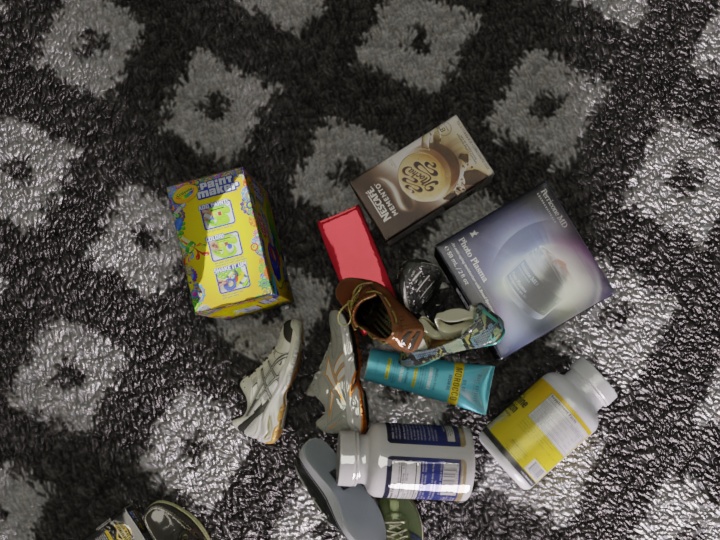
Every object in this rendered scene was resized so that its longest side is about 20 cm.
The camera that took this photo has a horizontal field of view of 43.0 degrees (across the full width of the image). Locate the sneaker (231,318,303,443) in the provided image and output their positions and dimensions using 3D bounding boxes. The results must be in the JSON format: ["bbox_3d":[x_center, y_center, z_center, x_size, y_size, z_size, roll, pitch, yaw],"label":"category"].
[{"bbox_3d":[-0.147,0.168,1.437,0.087,0.076,0.201,15,85,6],"label":"sneaker"}]

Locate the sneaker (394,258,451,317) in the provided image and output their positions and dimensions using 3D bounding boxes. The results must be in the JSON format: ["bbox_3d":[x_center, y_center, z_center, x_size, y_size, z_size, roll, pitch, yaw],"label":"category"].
[{"bbox_3d":[0.080,0.019,1.374,0.079,0.200,0.074,40,88,16],"label":"sneaker"}]

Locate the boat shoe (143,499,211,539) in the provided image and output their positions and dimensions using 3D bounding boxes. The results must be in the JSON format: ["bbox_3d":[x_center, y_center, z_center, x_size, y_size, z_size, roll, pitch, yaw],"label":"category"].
[{"bbox_3d":[-0.266,0.442,1.424,0.072,0.066,0.201,-43,82,0],"label":"boat shoe"}]

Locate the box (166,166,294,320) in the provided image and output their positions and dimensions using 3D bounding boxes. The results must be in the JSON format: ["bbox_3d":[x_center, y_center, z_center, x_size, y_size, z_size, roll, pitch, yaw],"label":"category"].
[{"bbox_3d":[-0.195,-0.034,1.399,0.122,0.200,0.193,-15,84,3],"label":"box"}]

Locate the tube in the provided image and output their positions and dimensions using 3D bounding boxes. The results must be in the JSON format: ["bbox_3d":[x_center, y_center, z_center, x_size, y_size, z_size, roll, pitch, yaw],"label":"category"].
[{"bbox_3d":[0.107,0.168,1.434,0.199,0.050,0.078,12,91,1],"label":"tube"}]

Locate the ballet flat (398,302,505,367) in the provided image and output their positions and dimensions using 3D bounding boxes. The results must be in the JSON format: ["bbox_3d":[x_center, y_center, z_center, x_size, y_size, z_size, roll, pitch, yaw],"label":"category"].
[{"bbox_3d":[0.119,0.090,1.345,0.200,0.074,0.074,-23,81,39],"label":"ballet flat"}]

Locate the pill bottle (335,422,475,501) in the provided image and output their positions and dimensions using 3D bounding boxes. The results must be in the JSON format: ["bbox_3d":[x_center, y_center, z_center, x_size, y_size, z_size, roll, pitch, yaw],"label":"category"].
[{"bbox_3d":[0.065,0.287,1.375,0.199,0.111,0.112,4,84,-5],"label":"pill bottle"}]

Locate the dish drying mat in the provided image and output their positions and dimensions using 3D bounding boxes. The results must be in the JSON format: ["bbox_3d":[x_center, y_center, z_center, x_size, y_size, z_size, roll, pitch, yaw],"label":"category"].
[{"bbox_3d":[0.000,0.000,1.471,0.077,0.018,0.201,-22,82,3],"label":"dish drying mat"}]

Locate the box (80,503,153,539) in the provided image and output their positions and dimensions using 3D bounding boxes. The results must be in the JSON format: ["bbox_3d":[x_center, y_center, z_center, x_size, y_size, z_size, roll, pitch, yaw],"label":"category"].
[{"bbox_3d":[-0.375,0.499,1.437,0.160,0.049,0.200,-36,82,-2],"label":"box"}]

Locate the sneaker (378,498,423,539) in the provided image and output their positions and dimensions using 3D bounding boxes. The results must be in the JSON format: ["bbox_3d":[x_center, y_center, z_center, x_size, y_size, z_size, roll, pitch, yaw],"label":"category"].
[{"bbox_3d":[0.064,0.430,1.385,0.067,0.090,0.201,-7,83,5],"label":"sneaker"}]

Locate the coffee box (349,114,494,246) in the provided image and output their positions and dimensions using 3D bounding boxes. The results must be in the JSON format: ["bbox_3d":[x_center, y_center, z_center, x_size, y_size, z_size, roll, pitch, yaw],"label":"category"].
[{"bbox_3d":[0.096,-0.140,1.445,0.200,0.080,0.113,-33,83,1],"label":"coffee box"}]

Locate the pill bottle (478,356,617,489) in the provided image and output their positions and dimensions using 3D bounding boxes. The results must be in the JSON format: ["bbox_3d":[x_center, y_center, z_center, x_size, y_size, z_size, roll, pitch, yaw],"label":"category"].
[{"bbox_3d":[0.285,0.226,1.377,0.200,0.112,0.112,-41,82,-1],"label":"pill bottle"}]

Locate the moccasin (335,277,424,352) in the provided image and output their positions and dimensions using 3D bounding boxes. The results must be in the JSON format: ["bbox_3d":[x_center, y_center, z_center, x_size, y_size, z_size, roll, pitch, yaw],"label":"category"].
[{"bbox_3d":[0.014,0.062,1.372,0.078,0.201,0.074,18,107,-35],"label":"moccasin"}]

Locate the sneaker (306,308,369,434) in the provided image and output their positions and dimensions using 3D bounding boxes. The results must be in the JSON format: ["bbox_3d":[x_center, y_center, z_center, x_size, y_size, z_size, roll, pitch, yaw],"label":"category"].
[{"bbox_3d":[-0.045,0.161,1.433,0.092,0.076,0.201,-8,82,8],"label":"sneaker"}]

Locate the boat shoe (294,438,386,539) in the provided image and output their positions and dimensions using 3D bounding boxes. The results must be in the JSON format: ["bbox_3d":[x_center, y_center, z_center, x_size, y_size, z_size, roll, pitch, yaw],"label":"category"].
[{"bbox_3d":[-0.038,0.356,1.403,0.199,0.074,0.068,48,134,17],"label":"boat shoe"}]

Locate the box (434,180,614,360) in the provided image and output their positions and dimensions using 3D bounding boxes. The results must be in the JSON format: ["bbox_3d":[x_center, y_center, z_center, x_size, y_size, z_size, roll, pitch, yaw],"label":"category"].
[{"bbox_3d":[0.245,0.002,1.399,0.198,0.123,0.200,-31,83,0],"label":"box"}]
